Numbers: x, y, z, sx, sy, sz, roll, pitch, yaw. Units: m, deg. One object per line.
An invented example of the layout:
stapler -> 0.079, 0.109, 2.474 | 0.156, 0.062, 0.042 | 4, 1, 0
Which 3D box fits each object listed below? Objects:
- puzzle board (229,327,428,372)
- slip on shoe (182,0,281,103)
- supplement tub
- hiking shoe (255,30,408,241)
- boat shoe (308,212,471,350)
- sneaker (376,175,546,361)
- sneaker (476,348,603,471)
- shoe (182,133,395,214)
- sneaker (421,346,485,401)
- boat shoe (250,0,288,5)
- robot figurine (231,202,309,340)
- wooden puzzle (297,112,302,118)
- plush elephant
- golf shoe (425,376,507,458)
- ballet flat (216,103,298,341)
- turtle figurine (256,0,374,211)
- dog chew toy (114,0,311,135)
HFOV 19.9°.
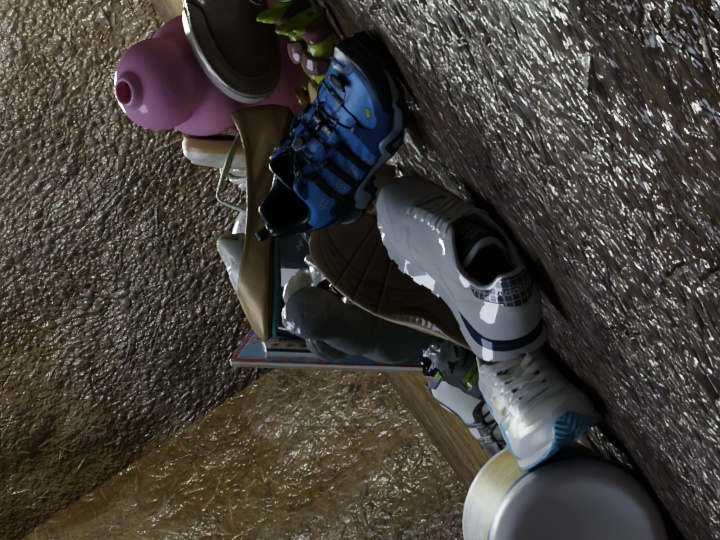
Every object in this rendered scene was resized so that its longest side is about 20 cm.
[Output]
puzzle board -> -0.009, 0.058, 1.964 | 0.151, 0.199, 0.017 | -57, -35, -64
slip on shoe -> -0.110, -0.240, 1.717 | 0.061, 0.076, 0.201 | -21, 81, 63
supplement tub -> 0.162, 0.215, 1.693 | 0.145, 0.144, 0.200 | 57, 177, -6
hiking shoe -> -0.023, -0.091, 1.539 | 0.074, 0.087, 0.200 | 48, 147, 26
boat shoe -> 0.049, 0.016, 1.639 | 0.200, 0.071, 0.065 | 30, -179, 16
sneaker -> 0.073, -0.022, 1.508 | 0.200, 0.076, 0.081 | 47, 160, 43
sneaker -> 0.134, 0.103, 1.646 | 0.081, 0.076, 0.200 | 58, 174, -7
shoe -> -0.064, -0.084, 1.831 | 0.070, 0.199, 0.054 | -160, 80, -70
sneaker -> 0.101, 0.086, 1.857 | 0.200, 0.083, 0.071 | 56, 176, 5
boat shoe -> -0.084, -0.246, 1.588 | 0.075, 0.062, 0.200 | 54, 178, 5
robot figurine -> -0.027, -0.016, 1.958 | 0.150, 0.199, 0.125 | -38, -52, -54
wooden puzzle -> -0.095, -0.177, 2.043 | 0.185, 0.046, 0.200 | 36, 173, 13
plush elephant -> 0.000, 0.000, 1.780 | 0.155, 0.165, 0.200 | 40, 176, 40
golf shoe -> 0.134, 0.135, 1.983 | 0.095, 0.078, 0.200 | 49, -175, 36
ballet flat -> -0.092, -0.041, 1.742 | 0.069, 0.063, 0.201 | 86, -171, -84
turtle figurine -> -0.023, -0.140, 1.681 | 0.200, 0.064, 0.162 | -112, -1, -62
dog chew toy -> -0.131, -0.172, 1.791 | 0.124, 0.200, 0.125 | 17, 115, 39
